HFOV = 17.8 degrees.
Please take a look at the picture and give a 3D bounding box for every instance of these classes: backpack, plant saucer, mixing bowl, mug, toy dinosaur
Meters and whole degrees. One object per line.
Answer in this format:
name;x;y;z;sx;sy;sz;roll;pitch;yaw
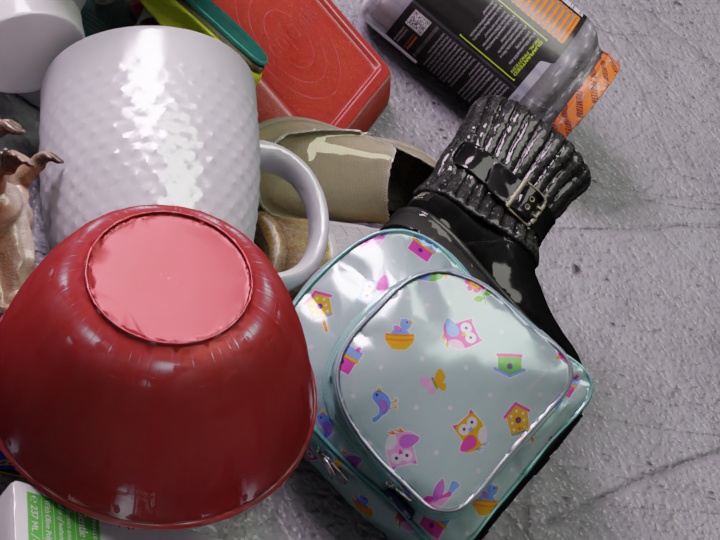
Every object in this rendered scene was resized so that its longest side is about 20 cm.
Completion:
backpack;0.034;0.075;1.535;0.200;0.153;0.176;40;77;10
plant saucer;-0.063;-0.173;1.765;0.200;0.037;0.200;48;34;-9
mixing bowl;-0.115;0.035;1.322;0.199;0.109;0.201;6;50;-8
mug;-0.115;-0.044;1.532;0.199;0.148;0.176;9;58;-22
toy dinosaur;-0.260;-0.033;1.460;0.200;0.136;0.086;37;8;33

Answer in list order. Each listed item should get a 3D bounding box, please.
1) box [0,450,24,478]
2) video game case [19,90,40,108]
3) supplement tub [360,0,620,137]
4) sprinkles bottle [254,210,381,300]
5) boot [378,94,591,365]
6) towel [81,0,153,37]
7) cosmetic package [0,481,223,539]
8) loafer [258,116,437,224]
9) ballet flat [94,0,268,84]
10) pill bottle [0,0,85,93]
box;-0.168;0.091;1.423;0.199;0.070;0.064;15;42;-31
video game case;-0.258;-0.211;1.676;0.200;0.022;0.183;34;38;-12
supplement tub;0.109;-0.196;1.904;0.200;0.123;0.123;40;37;-3
sprinkles bottle;0.000;0.000;1.661;0.199;0.068;0.068;7;50;-37
boot;0.120;-0.009;1.663;0.211;0.079;0.158;52;53;-15
towel;-0.142;-0.137;1.685;0.200;0.022;0.147;38;37;-24
cosmetic package;-0.128;0.209;1.334;0.199;0.085;0.108;18;39;-27
loafer;-0.008;-0.070;1.678;0.200;0.076;0.068;-2;11;-42
ballet flat;-0.151;-0.198;1.647;0.200;0.067;0.067;49;18;-9
pill bottle;-0.248;-0.223;1.587;0.110;0.111;0.200;9;48;-36
